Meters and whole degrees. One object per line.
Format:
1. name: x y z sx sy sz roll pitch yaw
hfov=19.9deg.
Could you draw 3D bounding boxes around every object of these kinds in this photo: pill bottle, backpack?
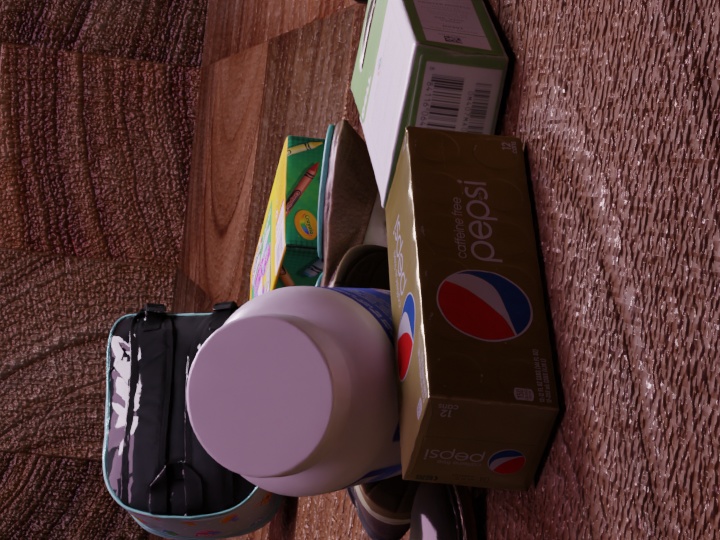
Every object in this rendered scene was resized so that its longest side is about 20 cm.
1. pill bottle: -0.020 0.064 1.120 0.200 0.111 0.113 6 -90 -72
2. backpack: -0.146 0.148 1.874 0.154 0.174 0.202 79 -169 -60

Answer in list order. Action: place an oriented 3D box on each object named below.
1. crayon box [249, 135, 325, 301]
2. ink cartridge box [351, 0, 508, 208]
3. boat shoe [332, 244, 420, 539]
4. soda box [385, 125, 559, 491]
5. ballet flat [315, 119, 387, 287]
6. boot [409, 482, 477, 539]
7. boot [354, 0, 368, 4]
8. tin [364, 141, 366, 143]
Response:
1. crayon box: -0.054 -0.004 1.750 0.201 0.058 0.120 108 165 -51
2. ink cartridge box: 0.040 -0.120 1.263 0.200 0.059 0.105 -103 22 -64
3. boat shoe: 0.008 0.078 1.288 0.066 0.071 0.202 116 155 -49
4. soda box: 0.054 0.015 1.063 0.201 0.067 0.064 -93 13 -46
5. ballet flat: 0.000 0.000 1.383 0.068 0.072 0.202 -53 -27 -72
6. boot: 0.009 0.203 1.118 0.075 0.096 0.202 150 126 -78
7. boot: 0.004 -0.266 1.554 0.200 0.070 0.147 112 159 -60
8. tin: 0.002 0.007 1.478 0.112 0.041 0.202 -103 21 -74
